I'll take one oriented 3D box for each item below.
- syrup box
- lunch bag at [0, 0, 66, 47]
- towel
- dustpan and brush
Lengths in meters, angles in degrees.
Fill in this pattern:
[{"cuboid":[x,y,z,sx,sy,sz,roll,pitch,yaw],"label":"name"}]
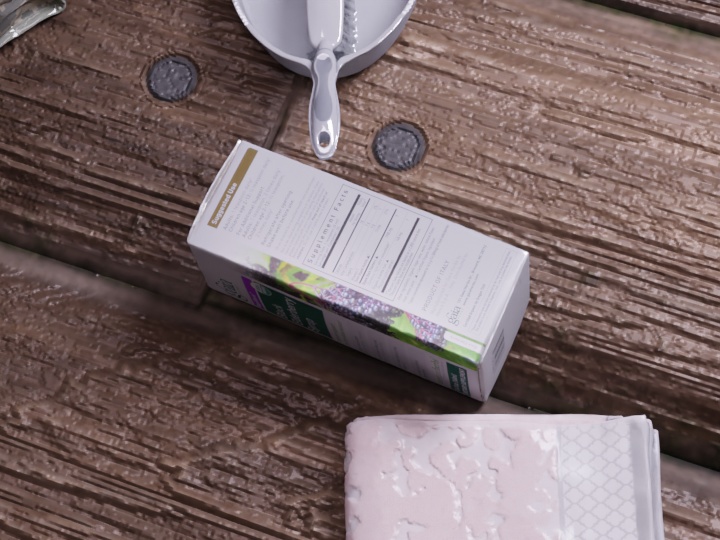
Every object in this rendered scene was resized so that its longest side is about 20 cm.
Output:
[{"cuboid":[0.000,0.000,1.055,0.199,0.079,0.082,21,72,14],"label":"syrup box"},{"cuboid":[-0.296,-0.256,1.125,0.117,0.200,0.164,-35,68,-9],"label":"lunch bag"},{"cuboid":[0.085,0.180,0.998,0.190,0.032,0.201,-3,67,5],"label":"towel"},{"cuboid":[-0.022,-0.154,1.130,0.139,0.057,0.201,-3,67,4],"label":"dustpan and brush"}]
